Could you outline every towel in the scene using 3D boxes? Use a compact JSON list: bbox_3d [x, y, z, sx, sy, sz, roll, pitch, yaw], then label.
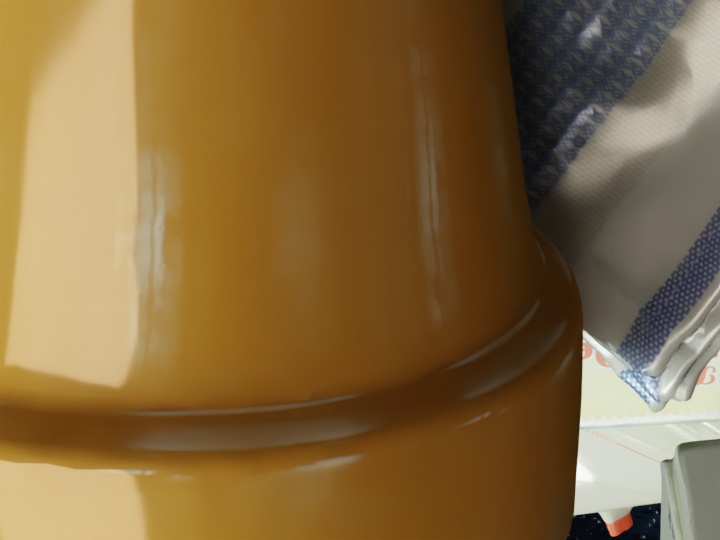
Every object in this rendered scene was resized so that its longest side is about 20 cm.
[{"bbox_3d":[0.045,-0.080,0.686,0.200,0.024,0.147,40,104,14],"label":"towel"}]

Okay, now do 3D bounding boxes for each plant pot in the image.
[{"bbox_3d":[-0.045,-0.036,0.597,0.199,0.200,0.184,9,113,14],"label":"plant pot"}]

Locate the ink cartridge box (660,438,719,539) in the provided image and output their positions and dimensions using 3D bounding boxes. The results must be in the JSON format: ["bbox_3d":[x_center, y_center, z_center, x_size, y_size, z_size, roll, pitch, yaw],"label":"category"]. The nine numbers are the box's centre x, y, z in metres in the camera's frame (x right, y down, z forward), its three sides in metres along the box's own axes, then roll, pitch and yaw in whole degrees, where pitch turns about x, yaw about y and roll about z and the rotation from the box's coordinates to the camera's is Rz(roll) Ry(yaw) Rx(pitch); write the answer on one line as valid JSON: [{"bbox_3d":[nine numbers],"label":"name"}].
[{"bbox_3d":[0.186,0.105,0.747,0.199,0.083,0.147,-6,147,3],"label":"ink cartridge box"}]

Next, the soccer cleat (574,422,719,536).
[{"bbox_3d":[0.117,0.034,0.801,0.199,0.069,0.078,-8,115,27],"label":"soccer cleat"}]

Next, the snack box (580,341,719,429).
[{"bbox_3d":[0.115,-0.018,0.741,0.199,0.037,0.117,-5,90,32],"label":"snack box"}]
